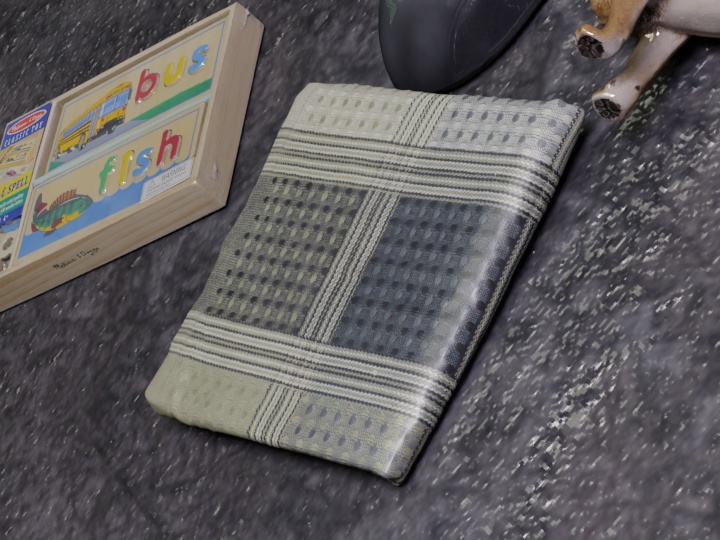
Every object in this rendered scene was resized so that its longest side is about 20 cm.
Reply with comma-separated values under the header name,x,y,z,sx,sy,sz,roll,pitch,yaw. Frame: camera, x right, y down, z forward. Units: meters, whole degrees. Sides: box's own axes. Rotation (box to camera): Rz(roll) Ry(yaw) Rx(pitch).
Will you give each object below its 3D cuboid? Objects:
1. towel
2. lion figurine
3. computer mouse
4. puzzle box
name,x,y,z,sx,sy,sz,roll,pitch,yaw
towel,0.000,0.000,1.061,0.199,0.034,0.194,11,71,51
lion figurine,0.162,-0.124,0.957,0.199,0.073,0.123,10,53,37
computer mouse,0.070,-0.177,1.114,0.200,0.053,0.138,-51,35,1
puzzle box,-0.142,-0.062,1.281,0.199,0.025,0.134,-23,42,36
